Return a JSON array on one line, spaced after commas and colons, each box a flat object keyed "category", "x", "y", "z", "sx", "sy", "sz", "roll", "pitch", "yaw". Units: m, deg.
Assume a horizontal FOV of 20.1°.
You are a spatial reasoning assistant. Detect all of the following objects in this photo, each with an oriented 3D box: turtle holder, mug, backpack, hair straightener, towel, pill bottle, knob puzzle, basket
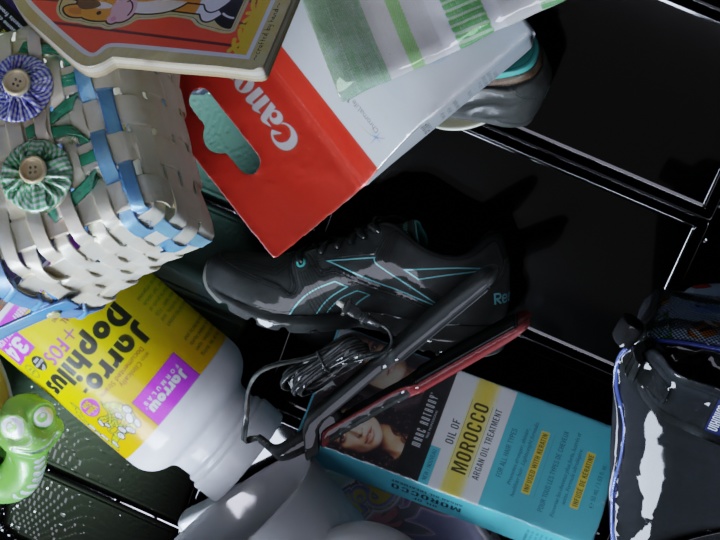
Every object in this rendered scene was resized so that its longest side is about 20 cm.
[{"category": "turtle holder", "x": -0.295, "y": 0.095, "z": 1.353, "sx": 0.185, "sy": 0.140, "sz": 0.133, "roll": 39, "pitch": 134, "yaw": 47}, {"category": "mug", "x": -0.018, "y": 0.219, "z": 1.269, "sx": 0.199, "sy": 0.148, "sz": 0.176, "roll": -30, "pitch": 103, "yaw": 41}, {"category": "backpack", "x": 0.250, "y": 0.102, "z": 1.212, "sx": 0.189, "sy": 0.154, "sz": 0.202, "roll": 9, "pitch": 123, "yaw": 20}, {"category": "hair straightener", "x": 0.003, "y": 0.050, "z": 1.248, "sx": 0.199, "sy": 0.041, "sz": 0.077, "roll": -31, "pitch": 100, "yaw": 16}, {"category": "towel", "x": 0.051, "y": -0.204, "z": 1.133, "sx": 0.198, "sy": 0.023, "sz": 0.154, "roll": -23, "pitch": 83, "yaw": 6}, {"category": "pill bottle", "x": -0.148, "y": 0.059, "z": 1.330, "sx": 0.200, "sy": 0.104, "sz": 0.104, "roll": 40, "pitch": 119, "yaw": -5}, {"category": "knob puzzle", "x": -0.115, "y": -0.192, "z": 1.110, "sx": 0.217, "sy": 0.222, "sz": 0.031, "roll": -1, "pitch": 148, "yaw": 16}, {"category": "basket", "x": -0.195, "y": -0.053, "z": 1.156, "sx": 0.199, "sy": 0.139, "sz": 0.178, "roll": -23, "pitch": 72, "yaw": 21}]

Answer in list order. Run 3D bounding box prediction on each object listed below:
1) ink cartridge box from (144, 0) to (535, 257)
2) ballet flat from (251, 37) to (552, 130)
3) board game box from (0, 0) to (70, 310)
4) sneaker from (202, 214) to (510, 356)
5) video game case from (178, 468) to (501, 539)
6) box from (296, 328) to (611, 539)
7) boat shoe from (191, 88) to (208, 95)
[{"category": "ink cartridge box", "x": -0.024, "y": -0.132, "z": 1.171, "sx": 0.200, "sy": 0.047, "sz": 0.161, "roll": -39, "pitch": 82, "yaw": 2}, {"category": "ballet flat", "x": 0.016, "y": -0.110, "z": 1.225, "sx": 0.198, "sy": 0.068, "sz": 0.069, "roll": 6, "pitch": 143, "yaw": 11}, {"category": "board game box", "x": -0.242, "y": -0.101, "z": 1.251, "sx": 0.200, "sy": 0.057, "sz": 0.165, "roll": 43, "pitch": 84, "yaw": 0}, {"category": "sneaker", "x": 0.000, "y": 0.000, "z": 1.288, "sx": 0.198, "sy": 0.075, "sz": 0.080, "roll": 8, "pitch": 107, "yaw": 2}, {"category": "video game case", "x": 0.000, "y": 0.204, "z": 1.403, "sx": 0.199, "sy": 0.023, "sz": 0.183, "roll": -28, "pitch": 105, "yaw": 25}, {"category": "box", "x": 0.064, "y": 0.111, "z": 1.302, "sx": 0.198, "sy": 0.083, "sz": 0.049, "roll": 20, "pitch": 160, "yaw": 5}, {"category": "boat shoe", "x": -0.135, "y": -0.199, "z": 1.228, "sx": 0.074, "sy": 0.062, "sz": 0.201, "roll": -17, "pitch": 109, "yaw": 24}]
